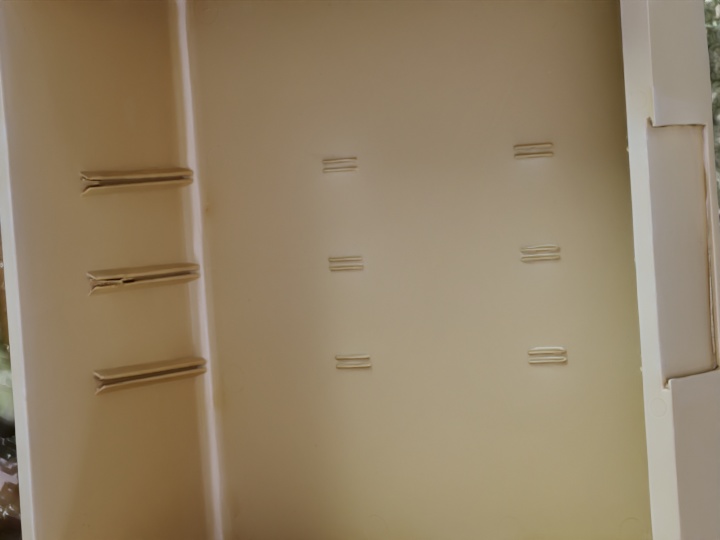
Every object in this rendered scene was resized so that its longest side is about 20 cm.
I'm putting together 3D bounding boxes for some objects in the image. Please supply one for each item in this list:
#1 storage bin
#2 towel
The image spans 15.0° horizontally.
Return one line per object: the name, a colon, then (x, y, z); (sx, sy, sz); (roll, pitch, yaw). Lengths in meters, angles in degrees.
storage bin: (0.000, 0.000, 0.793); (0.197, 0.093, 0.202); (-3, 92, 34)
towel: (0.067, -0.053, 0.838); (0.148, 0.036, 0.201); (16, 90, 31)
